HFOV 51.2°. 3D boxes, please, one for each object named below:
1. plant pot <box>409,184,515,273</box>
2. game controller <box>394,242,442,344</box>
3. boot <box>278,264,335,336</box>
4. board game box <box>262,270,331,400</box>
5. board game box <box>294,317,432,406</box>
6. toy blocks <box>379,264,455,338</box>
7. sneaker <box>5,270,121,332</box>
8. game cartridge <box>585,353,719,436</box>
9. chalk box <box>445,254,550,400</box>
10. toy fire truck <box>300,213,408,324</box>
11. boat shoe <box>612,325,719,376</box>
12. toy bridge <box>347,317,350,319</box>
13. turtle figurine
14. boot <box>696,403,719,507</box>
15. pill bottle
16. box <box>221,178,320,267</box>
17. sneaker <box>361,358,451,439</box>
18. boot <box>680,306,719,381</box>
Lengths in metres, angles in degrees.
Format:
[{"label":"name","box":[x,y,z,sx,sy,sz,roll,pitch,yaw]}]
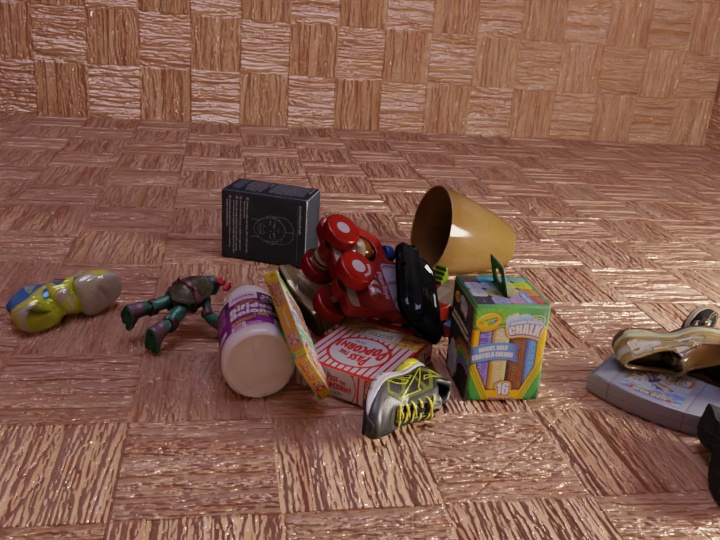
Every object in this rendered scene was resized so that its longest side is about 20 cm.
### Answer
[{"label":"plant pot","box":[0.235,-0.073,1.640,0.195,0.191,0.187,10,17,-23]},{"label":"game controller","box":[0.097,0.035,1.265,0.041,0.105,0.202,-27,31,19]},{"label":"boot","box":[-0.056,0.027,1.372,0.152,0.074,0.200,-25,37,-18]},{"label":"board game box","box":[-0.096,0.086,1.100,0.029,0.097,0.201,-28,44,-2]},{"label":"board game box","box":[0.010,0.140,1.186,0.148,0.048,0.199,14,23,25]},{"label":"toy blocks","box":[0.125,0.068,1.363,0.196,0.102,0.136,18,36,34]},{"label":"sneaker","box":[-0.516,0.038,1.294,0.103,0.078,0.198,19,26,34]},{"label":"game cartridge","box":[0.463,0.191,1.174,0.197,0.043,0.132,20,21,35]},{"label":"chalk box","box":[0.212,0.081,1.165,0.120,0.206,0.125,1,21,-9]},{"label":"toy fire truck","box":[0.000,0.000,1.278,0.164,0.113,0.203,8,46,-33]},{"label":"boat shoe","box":[0.506,0.139,1.195,0.194,0.073,0.077,-3,32,5]},{"label":"toy bridge","box":[-0.013,0.050,1.444,0.065,0.028,0.201,4,22,1]},{"label":"turtle figurine","box":[-0.295,0.059,1.270,0.147,0.103,0.198,20,31,34]},{"label":"boot","box":[0.527,0.255,0.984,0.128,0.071,0.201,18,31,7]},{"label":"pill bottle","box":[-0.165,0.099,1.162,0.109,0.115,0.201,-1,22,-14]},{"label":"box","box":[-0.194,-0.105,1.634,0.194,0.153,0.107,9,21,11]},{"label":"sneaker","box":[0.068,0.180,1.055,0.083,0.077,0.199,15,23,24]},{"label":"boot","box":[0.625,0.136,1.296,0.148,0.075,0.198,20,29,37]}]
